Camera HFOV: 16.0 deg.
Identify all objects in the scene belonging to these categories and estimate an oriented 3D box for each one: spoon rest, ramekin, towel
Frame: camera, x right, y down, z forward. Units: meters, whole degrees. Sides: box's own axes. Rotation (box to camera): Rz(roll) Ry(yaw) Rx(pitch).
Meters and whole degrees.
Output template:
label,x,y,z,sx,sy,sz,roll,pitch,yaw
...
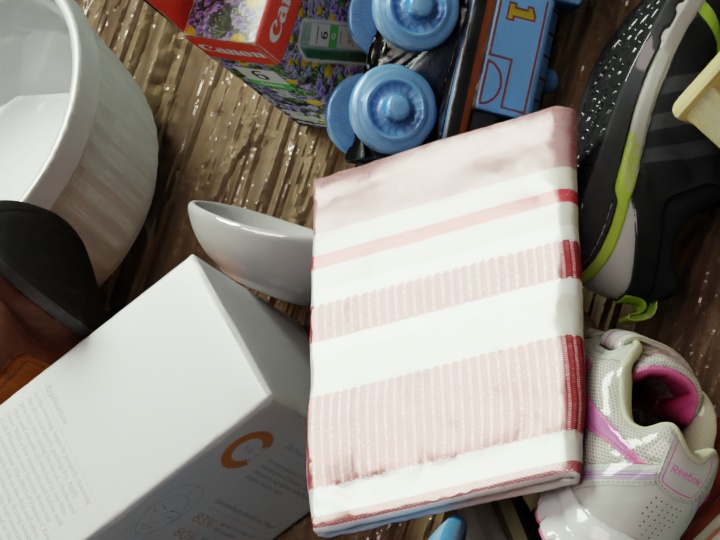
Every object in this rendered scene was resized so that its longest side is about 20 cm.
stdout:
label,x,y,z,sx,sy,sz,roll,pitch,yaw
spoon rest,0.000,0.000,1.329,0.199,0.099,0.061,25,98,21
ramekin,-0.206,-0.059,1.427,0.199,0.105,0.201,-16,56,26
towel,0.041,0.024,1.221,0.143,0.023,0.201,-16,55,25

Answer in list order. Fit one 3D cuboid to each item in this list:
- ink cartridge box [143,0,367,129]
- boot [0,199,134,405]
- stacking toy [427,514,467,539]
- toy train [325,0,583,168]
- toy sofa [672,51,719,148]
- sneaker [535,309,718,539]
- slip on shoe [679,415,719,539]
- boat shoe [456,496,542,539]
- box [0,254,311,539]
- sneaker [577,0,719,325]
label,x,y,z,sx,sy,sz,roll,pitch,yaw
ink cartridge box,-0.042,-0.156,1.334,0.050,0.200,0.110,11,78,30
boot,-0.217,0.051,1.362,0.199,0.188,0.069,-25,62,16
stacking toy,0.108,0.190,1.142,0.199,0.110,0.117,15,95,5
toy train,0.053,-0.126,1.329,0.114,0.087,0.201,12,87,-12
toy sofa,0.227,-0.022,1.176,0.083,0.097,0.201,-51,39,38
sneaker,0.123,0.067,1.211,0.088,0.081,0.200,-49,30,19
slip on shoe,0.174,0.121,1.211,0.201,0.074,0.061,-59,35,-1
boat shoe,0.075,0.186,1.229,0.068,0.075,0.201,-26,64,11
box,-0.113,0.104,1.325,0.200,0.124,0.098,-37,60,11
sneaker,0.153,-0.063,1.291,0.201,0.083,0.072,-65,14,-22
